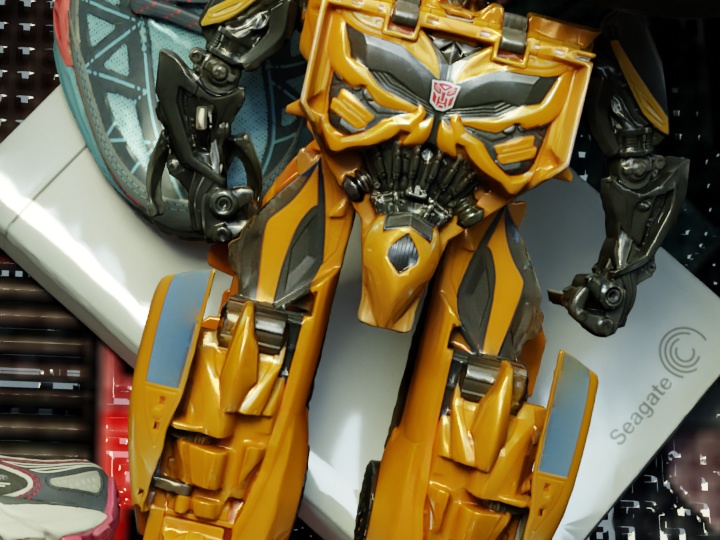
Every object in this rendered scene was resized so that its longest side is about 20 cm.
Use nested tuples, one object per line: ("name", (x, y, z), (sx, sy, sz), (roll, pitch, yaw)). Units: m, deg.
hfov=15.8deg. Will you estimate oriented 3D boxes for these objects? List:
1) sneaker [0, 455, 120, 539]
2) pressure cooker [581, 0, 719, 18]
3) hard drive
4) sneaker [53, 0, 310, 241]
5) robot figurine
("sneaker", (-0.161, 0.046, 0.681), (0.198, 0.081, 0.075), (10, 67, -7))
("pressure cooker", (0.112, -0.154, 0.677), (0.175, 0.200, 0.180), (25, 109, 25))
("hard drive", (0.000, 0.000, 0.757), (0.200, 0.027, 0.132), (41, 69, 5))
("sneaker", (-0.046, -0.110, 0.707), (0.079, 0.096, 0.202), (2, 88, -2))
("robot figurine", (0.007, 0.008, 0.678), (0.144, 0.058, 0.202), (12, 99, -5))
